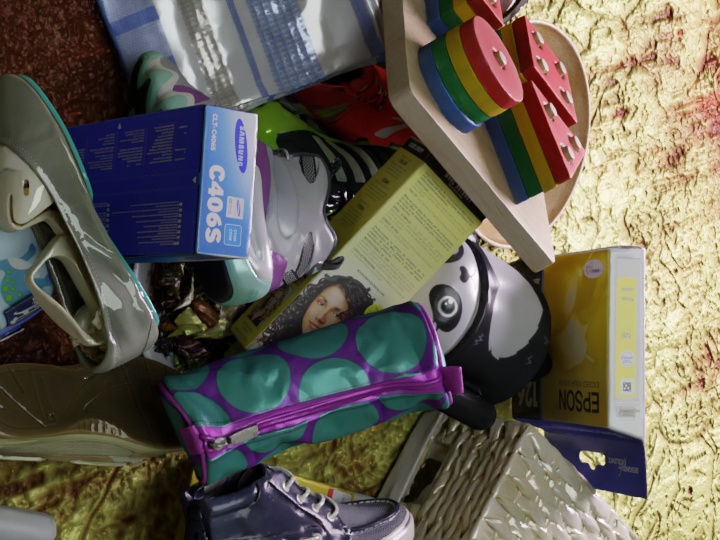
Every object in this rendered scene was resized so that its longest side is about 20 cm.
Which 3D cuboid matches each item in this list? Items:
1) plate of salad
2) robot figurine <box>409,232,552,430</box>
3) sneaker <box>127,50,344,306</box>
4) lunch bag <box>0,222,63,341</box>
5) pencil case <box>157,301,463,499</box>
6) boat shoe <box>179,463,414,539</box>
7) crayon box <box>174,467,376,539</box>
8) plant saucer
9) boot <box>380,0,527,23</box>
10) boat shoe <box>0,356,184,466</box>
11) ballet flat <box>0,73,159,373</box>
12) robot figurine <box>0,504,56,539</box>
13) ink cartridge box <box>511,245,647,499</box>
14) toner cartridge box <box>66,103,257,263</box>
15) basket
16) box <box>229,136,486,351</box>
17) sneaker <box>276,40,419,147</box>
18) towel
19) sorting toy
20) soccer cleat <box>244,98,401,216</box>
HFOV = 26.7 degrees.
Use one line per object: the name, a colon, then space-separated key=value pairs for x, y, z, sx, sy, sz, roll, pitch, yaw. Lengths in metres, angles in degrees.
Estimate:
plate of salad: x=-0.085 y=0.019 z=1.162 sx=0.200 sy=0.048 sz=0.201 roll=0 pitch=90 yaw=-40
robot figurine: x=0.078 y=0.038 z=1.236 sx=0.200 sy=0.150 sz=0.125 roll=29 pitch=100 yaw=-46
sneaker: x=-0.077 y=-0.076 z=1.089 sx=0.140 sy=0.078 sz=0.201 roll=-15 pitch=73 yaw=-32
lunch bag: x=-0.296 y=-0.034 z=0.969 sx=0.161 sy=0.082 sz=0.201 roll=-29 pitch=106 yaw=-33
pencil case: x=-0.036 y=0.087 z=1.059 sx=0.199 sy=0.092 sz=0.085 roll=-17 pitch=110 yaw=-14
boat shoe: x=-0.043 y=0.180 z=1.108 sx=0.200 sy=0.075 sz=0.093 roll=-15 pitch=106 yaw=-39
crayon box: x=-0.072 y=0.216 z=1.166 sx=0.200 sy=0.051 sz=0.127 roll=24 pitch=74 yaw=-37
plant saucer: x=0.132 y=-0.120 z=1.331 sx=0.200 sy=0.035 sz=0.201 roll=-16 pitch=112 yaw=-45
boot: x=0.048 y=-0.278 z=1.275 sx=0.186 sy=0.064 sz=0.200 roll=-49 pitch=114 yaw=-32
boat shoe: x=-0.195 y=0.105 z=1.066 sx=0.200 sy=0.063 sz=0.073 roll=2 pitch=61 yaw=-44
ballet flat: x=-0.193 y=-0.025 z=0.959 sx=0.064 sy=0.067 sz=0.200 roll=-35 pitch=109 yaw=-32
robot figurine: x=-0.240 y=0.237 z=0.986 sx=0.200 sy=0.113 sz=0.170 roll=12 pitch=72 yaw=-39
ink cartridge box: x=0.182 y=0.085 z=1.289 sx=0.047 sy=0.198 sz=0.201 roll=4 pitch=86 yaw=-17
toner cartridge box: x=-0.147 y=-0.053 z=1.013 sx=0.043 sy=0.200 sz=0.095 roll=5 pitch=86 yaw=-40
basket: x=0.125 y=0.225 z=1.282 sx=0.200 sy=0.123 sz=0.136 roll=45 pitch=62 yaw=-29
box: x=0.000 y=0.000 z=1.122 sx=0.200 sy=0.050 sz=0.075 roll=-48 pitch=117 yaw=-1
sneaker: x=-0.011 y=-0.145 z=1.202 sx=0.200 sy=0.085 sz=0.077 roll=24 pitch=76 yaw=-36
towel: x=-0.087 y=-0.192 z=1.112 sx=0.199 sy=0.024 sz=0.147 roll=-21 pitch=103 yaw=-2
sorting toy: x=0.101 y=-0.137 z=1.141 sx=0.200 sy=0.069 sz=0.199 roll=46 pitch=27 yaw=-35
soccer cleat: x=-0.021 y=-0.071 z=1.196 sx=0.200 sy=0.067 sz=0.081 roll=17 pitch=61 yaw=-37
